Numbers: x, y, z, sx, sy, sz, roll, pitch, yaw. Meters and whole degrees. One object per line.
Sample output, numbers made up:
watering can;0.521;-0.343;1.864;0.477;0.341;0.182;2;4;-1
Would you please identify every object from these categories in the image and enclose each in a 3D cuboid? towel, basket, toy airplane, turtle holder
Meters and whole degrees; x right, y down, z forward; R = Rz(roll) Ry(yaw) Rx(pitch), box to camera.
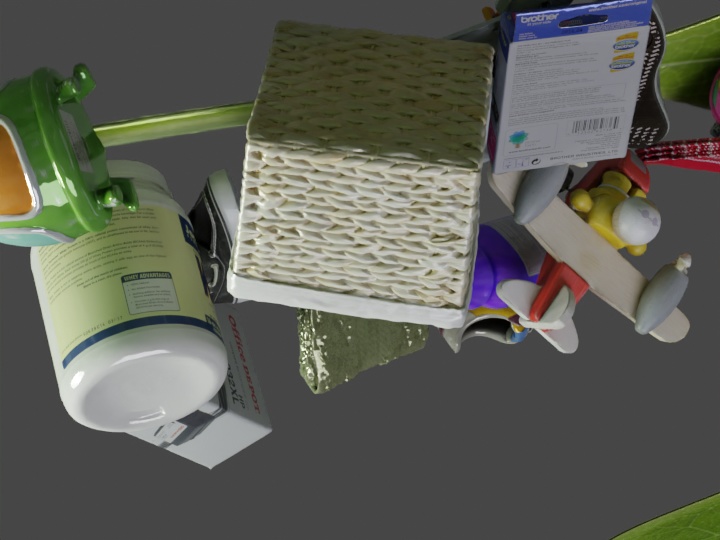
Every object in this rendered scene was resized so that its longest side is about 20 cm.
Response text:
towel;0.000;0.000;1.810;0.148;0.036;0.201;-21;120;-32
towel;0.366;-0.107;1.910;0.144;0.023;0.200;3;179;-24
basket;0.002;-0.082;1.633;0.199;0.199;0.161;7;128;2
toy airplane;0.216;-0.024;1.880;0.199;0.200;0.141;-5;168;-39
turtle holder;-0.262;-0.091;1.618;0.131;0.186;0.141;-21;118;3

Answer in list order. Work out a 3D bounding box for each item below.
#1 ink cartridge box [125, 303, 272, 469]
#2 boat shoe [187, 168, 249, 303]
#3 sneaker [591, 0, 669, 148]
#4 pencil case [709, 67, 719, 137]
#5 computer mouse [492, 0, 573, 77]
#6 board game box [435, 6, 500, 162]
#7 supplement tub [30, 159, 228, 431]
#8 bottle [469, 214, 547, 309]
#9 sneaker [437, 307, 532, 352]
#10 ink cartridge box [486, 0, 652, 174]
ink cartridge box;-0.183;0.084;1.915;0.083;0.146;0.200;-30;148;19
boat shoe;-0.134;-0.021;1.845;0.063;0.071;0.200;-15;151;-8
sneaker;0.223;-0.194;1.749;0.072;0.085;0.200;-11;145;4
pencil case;0.418;-0.154;1.911;0.199;0.089;0.088;2;145;-34
computer mouse;0.146;-0.228;1.651;0.109;0.044;0.201;-3;136;-20
board game box;0.066;-0.147;1.792;0.199;0.026;0.200;-20;150;3
supplement tub;-0.203;0.021;1.745;0.144;0.201;0.145;-13;150;-8
bottle;0.130;-0.005;1.947;0.200;0.084;0.065;-18;150;-48
sneaker;0.172;0.029;2.072;0.199;0.090;0.075;-16;150;-4
ink cartridge box;0.170;-0.161;1.677;0.119;0.042;0.200;-8;146;-7
